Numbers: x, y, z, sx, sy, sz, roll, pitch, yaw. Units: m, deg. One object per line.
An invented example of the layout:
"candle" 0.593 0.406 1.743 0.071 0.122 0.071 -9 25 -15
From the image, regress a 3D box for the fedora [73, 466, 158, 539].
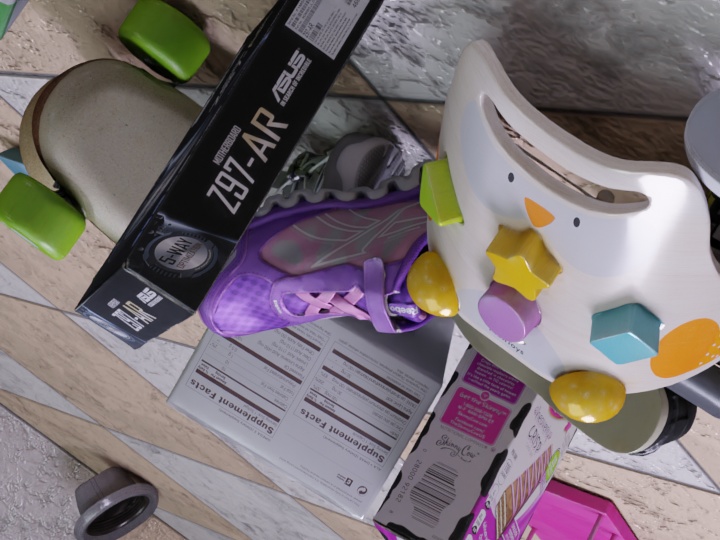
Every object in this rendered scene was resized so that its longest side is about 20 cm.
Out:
"fedora" -0.483 0.441 2.941 0.091 0.176 0.200 55 180 21

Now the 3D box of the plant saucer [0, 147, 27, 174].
"plant saucer" -0.236 -0.068 1.361 0.199 0.019 0.070 19 159 34

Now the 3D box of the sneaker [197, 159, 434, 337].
"sneaker" 0.000 0.000 0.881 0.081 0.198 0.089 70 -177 -45

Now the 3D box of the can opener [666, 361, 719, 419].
"can opener" 0.200 0.059 0.863 0.199 0.053 0.066 32 163 -6

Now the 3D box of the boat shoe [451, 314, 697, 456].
"boat shoe" 0.120 0.035 0.937 0.201 0.074 0.063 45 -157 29

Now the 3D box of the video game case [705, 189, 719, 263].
"video game case" 0.261 0.028 0.814 0.198 0.026 0.181 27 162 9

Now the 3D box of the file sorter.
"file sorter" 0.185 0.296 1.486 0.138 0.126 0.200 18 158 35

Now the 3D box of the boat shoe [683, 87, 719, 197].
"boat shoe" 0.235 -0.026 0.653 0.198 0.070 0.066 14 156 23

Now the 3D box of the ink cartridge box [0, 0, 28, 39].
"ink cartridge box" -0.252 -0.232 0.834 0.199 0.085 0.146 35 161 -11

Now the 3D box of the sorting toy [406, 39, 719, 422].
"sorting toy" 0.098 -0.030 0.749 0.199 0.107 0.181 35 159 19

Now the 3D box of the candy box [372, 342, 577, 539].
"candy box" 0.093 0.111 1.015 0.061 0.201 0.137 22 162 23

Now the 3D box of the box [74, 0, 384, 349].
"box" -0.072 -0.060 0.822 0.043 0.201 0.160 33 163 -11

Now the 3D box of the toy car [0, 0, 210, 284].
"toy car" -0.164 -0.075 1.015 0.158 0.165 0.200 40 170 -27

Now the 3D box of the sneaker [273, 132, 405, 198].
"sneaker" -0.026 -0.042 0.996 0.081 0.075 0.200 28 163 1

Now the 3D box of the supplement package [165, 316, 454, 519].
"supplement package" -0.028 0.062 1.090 0.155 0.112 0.200 30 -168 0
